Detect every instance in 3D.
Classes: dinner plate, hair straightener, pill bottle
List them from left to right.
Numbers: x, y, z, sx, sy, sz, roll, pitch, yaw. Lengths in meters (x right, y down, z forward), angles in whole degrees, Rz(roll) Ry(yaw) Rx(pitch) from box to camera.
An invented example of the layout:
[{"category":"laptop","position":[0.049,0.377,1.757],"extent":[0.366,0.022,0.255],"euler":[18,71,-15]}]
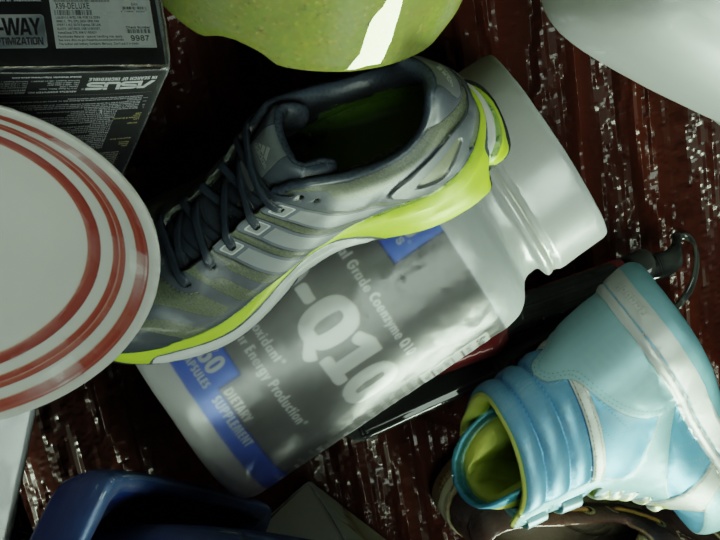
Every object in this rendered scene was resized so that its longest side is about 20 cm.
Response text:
[{"category":"dinner plate","position":[-0.176,-0.004,0.915],"extent":[0.199,0.024,0.201],"euler":[-4,140,-4]},{"category":"pill bottle","position":[0.000,0.000,1.051],"extent":[0.200,0.114,0.114],"euler":[-34,128,1]},{"category":"hair straightener","position":[0.076,0.033,1.162],"extent":[0.199,0.041,0.077],"euler":[-25,147,-13]}]

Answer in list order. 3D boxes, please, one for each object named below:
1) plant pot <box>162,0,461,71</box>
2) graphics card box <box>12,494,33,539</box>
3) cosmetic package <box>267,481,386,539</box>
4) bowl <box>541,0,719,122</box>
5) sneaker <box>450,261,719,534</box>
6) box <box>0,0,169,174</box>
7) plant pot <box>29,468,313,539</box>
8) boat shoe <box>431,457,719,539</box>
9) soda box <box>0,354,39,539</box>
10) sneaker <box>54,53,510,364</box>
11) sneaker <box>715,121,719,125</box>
[{"category":"plant pot","position":[-0.008,-0.183,0.897],"extent":[0.200,0.201,0.185],"euler":[-4,133,-20]},{"category":"graphics card box","position":[-0.194,0.205,1.144],"extent":[0.125,0.051,0.201],"euler":[-19,127,-10]},{"category":"cosmetic package","position":[0.026,0.202,1.201],"extent":[0.073,0.104,0.200],"euler":[-42,128,7]},{"category":"bowl","position":[0.191,-0.159,1.006],"extent":[0.199,0.075,0.201],"euler":[21,86,-28]},{"category":"sneaker","position":[0.113,0.089,1.159],"extent":[0.130,0.080,0.200],"euler":[-34,138,-3]},{"category":"box","position":[-0.187,-0.057,0.929],"extent":[0.199,0.050,0.158],"euler":[-3,156,-20]},{"category":"plant pot","position":[-0.058,0.196,1.015],"extent":[0.201,0.179,0.200],"euler":[-65,158,0]},{"category":"boat shoe","position":[0.126,0.149,1.227],"extent":[0.200,0.072,0.072],"euler":[28,108,-34]},{"category":"soda box","position":[-0.179,0.096,1.025],"extent":[0.068,0.064,0.201],"euler":[11,100,-6]},{"category":"sneaker","position":[-0.040,-0.032,0.967],"extent":[0.200,0.074,0.081],"euler":[-31,155,3]},{"category":"sneaker","position":[0.179,-0.116,1.084],"extent":[0.200,0.071,0.099],"euler":[34,100,-39]}]
